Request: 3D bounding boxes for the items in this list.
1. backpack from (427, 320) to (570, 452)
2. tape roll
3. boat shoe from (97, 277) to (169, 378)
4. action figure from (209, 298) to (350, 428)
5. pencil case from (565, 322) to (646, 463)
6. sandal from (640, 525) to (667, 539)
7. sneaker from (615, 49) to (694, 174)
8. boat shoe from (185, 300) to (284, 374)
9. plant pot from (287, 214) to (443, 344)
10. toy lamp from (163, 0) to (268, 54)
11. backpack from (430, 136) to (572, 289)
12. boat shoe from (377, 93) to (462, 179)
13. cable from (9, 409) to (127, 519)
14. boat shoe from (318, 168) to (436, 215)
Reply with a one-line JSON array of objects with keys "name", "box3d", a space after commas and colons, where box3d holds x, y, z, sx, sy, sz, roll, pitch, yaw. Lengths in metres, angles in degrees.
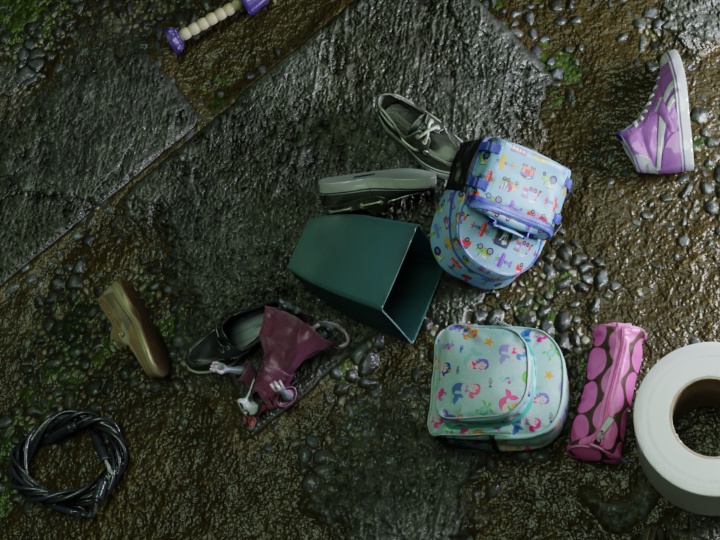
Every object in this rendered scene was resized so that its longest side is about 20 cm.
[{"name": "backpack", "box3d": [0.198, 0.164, 1.598, 0.197, 0.151, 0.180, 3, 68, 12]}, {"name": "tape roll", "box3d": [0.466, 0.213, 1.498, 0.200, 0.139, 0.206, -6, 66, 14]}, {"name": "boat shoe", "box3d": [-0.370, 0.105, 1.830, 0.064, 0.071, 0.201, -37, 55, 6]}, {"name": "action figure", "box3d": [-0.131, 0.149, 1.734, 0.133, 0.148, 0.202, 32, 99, 30]}, {"name": "pencil case", "box3d": [0.348, 0.169, 1.576, 0.089, 0.094, 0.203, 8, 70, 19]}, {"name": "sandal", "box3d": [0.354, 0.431, 1.478, 0.054, 0.082, 0.203, 6, 71, 36]}, {"name": "sneaker", "box3d": [0.448, -0.245, 1.729, 0.113, 0.073, 0.203, -5, 67, 18]}, {"name": "boat shoe", "box3d": [-0.196, 0.101, 1.777, 0.197, 0.066, 0.075, -20, 64, 8]}, {"name": "plant pot", "box3d": [0.000, 0.000, 1.727, 0.198, 0.141, 0.143, 15, 73, 29]}, {"name": "toy lamp", "box3d": [-0.257, -0.460, 2.033, 0.198, 0.058, 0.059, -27, 63, 7]}, {"name": "backpack", "box3d": [0.204, -0.078, 1.673, 0.181, 0.134, 0.202, 25, 82, -17]}, {"name": "boat shoe", "box3d": [0.101, -0.217, 1.813, 0.199, 0.064, 0.071, 38, 83, 25]}, {"name": "cable", "box3d": [-0.470, 0.297, 1.787, 0.197, 0.051, 0.165, 14, 73, 22]}, {"name": "boat shoe", "box3d": [0.030, -0.124, 1.808, 0.197, 0.071, 0.065, -3, 107, 20]}]
